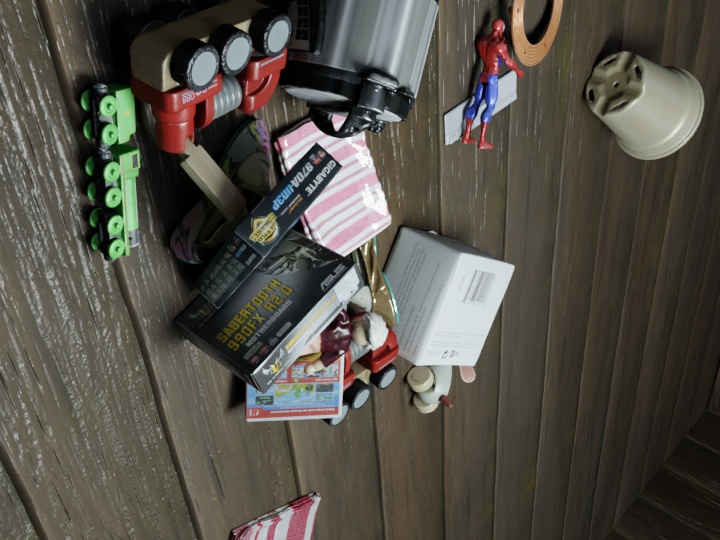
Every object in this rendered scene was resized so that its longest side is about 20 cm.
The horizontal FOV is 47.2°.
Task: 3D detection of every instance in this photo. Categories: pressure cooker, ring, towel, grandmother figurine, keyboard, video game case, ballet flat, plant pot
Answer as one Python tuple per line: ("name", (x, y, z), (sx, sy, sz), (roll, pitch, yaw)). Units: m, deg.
("pressure cooker", (-0.005, -0.259, 0.990), (0.176, 0.177, 0.202), (-3, 108, -72))
("ring", (0.292, -0.445, 1.374), (0.200, 0.019, 0.202), (-30, 127, -49))
("towel", (-0.149, 0.473, 1.413), (0.199, 0.023, 0.145), (-12, 122, -47))
("grandmother figurine", (-0.057, 0.086, 1.138), (0.198, 0.061, 0.122), (-2, 128, -14))
("keyboard", (0.207, -0.280, 1.401), (0.200, 0.011, 0.057), (-37, 132, -32))
("video game case", (-0.093, 0.120, 1.179), (0.141, 0.017, 0.202), (-1, 108, -11))
("ballet flat", (0.000, 0.000, 1.234), (0.072, 0.068, 0.202), (-19, 103, -24))
("ballet flat", (-0.156, -0.091, 1.012), (0.201, 0.071, 0.069), (-57, 147, -9))
("plant pot", (0.557, -0.348, 1.662), (0.182, 0.200, 0.202), (16, 99, -42))
("towel", (-0.032, -0.119, 1.140), (0.146, 0.030, 0.202), (-35, 118, -33))

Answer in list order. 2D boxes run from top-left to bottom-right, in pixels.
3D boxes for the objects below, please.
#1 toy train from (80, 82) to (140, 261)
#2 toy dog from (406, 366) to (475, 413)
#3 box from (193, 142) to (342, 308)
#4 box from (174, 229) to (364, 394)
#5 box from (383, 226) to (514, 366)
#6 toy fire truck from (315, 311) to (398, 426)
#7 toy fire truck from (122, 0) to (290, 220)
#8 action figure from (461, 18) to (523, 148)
("toy train", (-0.267, -0.106, 0.895), (0.056, 0.041, 0.202), (-33, 135, -50))
("toy dog", (0.174, 0.190, 1.575), (0.201, 0.096, 0.132), (-60, 144, -5))
("box", (-0.115, -0.050, 0.993), (0.159, 0.046, 0.200), (-52, -173, -31))
("box", (-0.117, 0.042, 1.070), (0.200, 0.158, 0.049), (-46, 142, -22))
("box", (0.135, 0.048, 1.410), (0.198, 0.130, 0.202), (9, 105, -53))
("toy fire truck", (-0.029, 0.106, 1.271), (0.175, 0.128, 0.201), (-30, 143, -37))
("toy fire truck", (-0.155, -0.179, 0.906), (0.176, 0.128, 0.201), (-39, 150, -42))
("action figure", (0.225, -0.308, 1.352), (0.098, 0.065, 0.202), (-13, 118, -40))
